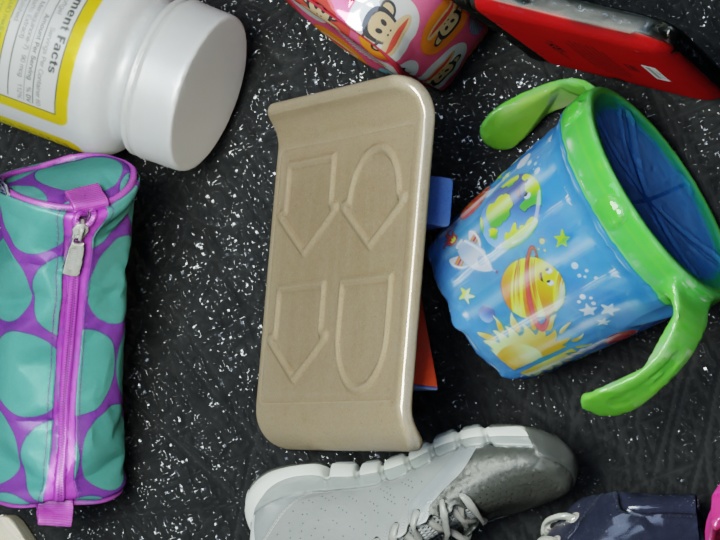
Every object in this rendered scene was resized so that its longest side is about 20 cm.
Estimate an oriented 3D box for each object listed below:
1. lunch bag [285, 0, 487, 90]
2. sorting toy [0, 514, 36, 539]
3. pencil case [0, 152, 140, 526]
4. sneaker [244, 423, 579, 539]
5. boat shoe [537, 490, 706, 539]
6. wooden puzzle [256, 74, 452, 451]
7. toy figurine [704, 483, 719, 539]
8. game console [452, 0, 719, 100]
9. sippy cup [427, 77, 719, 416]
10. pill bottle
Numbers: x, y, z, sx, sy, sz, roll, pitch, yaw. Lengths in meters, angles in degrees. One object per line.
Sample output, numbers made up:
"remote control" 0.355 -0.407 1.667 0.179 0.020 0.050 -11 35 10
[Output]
"lunch bag" -0.027 -0.185 1.636 0.200 0.176 0.082 38 96 16
"sorting toy" -0.232 0.279 1.703 0.199 0.070 0.200 -39 76 9
"pencil case" -0.172 0.036 1.672 0.085 0.092 0.201 -1 109 -13
"sneaker" 0.027 0.158 1.619 0.200 0.075 0.116 -14 49 23
"boat shoe" 0.105 0.174 1.622 0.199 0.075 0.093 -5 77 7
"wooden puzzle" 0.000 0.000 1.634 0.046 0.185 0.201 2 86 -26
"toy figurine" 0.248 0.174 1.532 0.150 0.184 0.200 -31 118 18
"game console" 0.116 -0.177 1.581 0.172 0.200 0.119 15 90 17
"sippy cup" 0.114 -0.010 1.608 0.130 0.178 0.140 -34 108 21
"pill bottle" -0.175 -0.133 1.706 0.200 0.114 0.115 21 90 16
